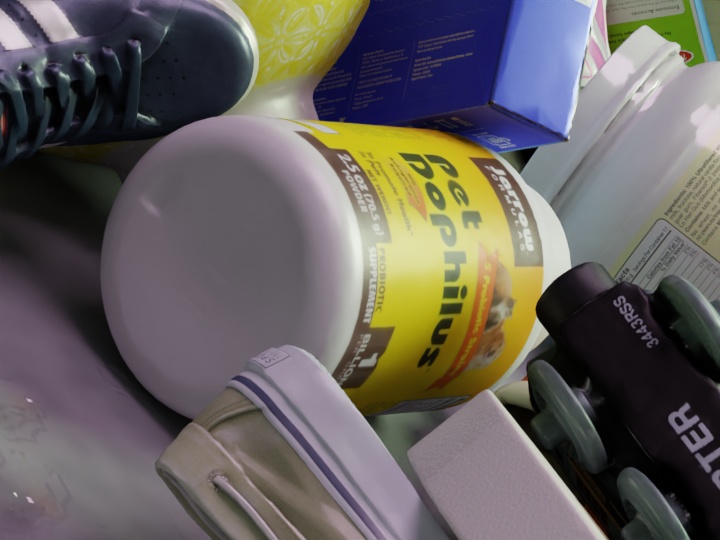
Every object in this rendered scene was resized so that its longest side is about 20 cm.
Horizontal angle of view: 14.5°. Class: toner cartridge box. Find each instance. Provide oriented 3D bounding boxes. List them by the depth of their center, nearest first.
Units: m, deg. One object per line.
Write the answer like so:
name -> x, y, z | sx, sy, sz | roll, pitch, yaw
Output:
toner cartridge box -> 0.017, -0.093, 1.163 | 0.043, 0.096, 0.199 | 23, -16, -32

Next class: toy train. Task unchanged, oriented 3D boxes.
toy train -> 0.130, 0.088, 1.013 | 0.200, 0.085, 0.114 | 53, -9, 24

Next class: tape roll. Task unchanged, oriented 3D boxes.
tape roll -> 0.088, 0.127, 0.915 | 0.203, 0.037, 0.203 | 52, 2, -2

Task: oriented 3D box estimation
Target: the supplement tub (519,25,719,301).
supplement tub -> 0.172, -0.003, 1.295 | 0.200, 0.145, 0.145 | 38, 20, 7

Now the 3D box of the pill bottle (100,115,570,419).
pill bottle -> 0.000, 0.000, 1.060 | 0.109, 0.110, 0.200 | 44, 22, 23

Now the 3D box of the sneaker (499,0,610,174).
sneaker -> 0.087, -0.109, 1.390 | 0.088, 0.081, 0.201 | -64, 137, -60

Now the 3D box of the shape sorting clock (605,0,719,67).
shape sorting clock -> 0.104, -0.151, 1.441 | 0.199, 0.200, 0.039 | 34, 34, -5

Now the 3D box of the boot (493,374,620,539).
boot -> 0.134, 0.105, 1.121 | 0.200, 0.075, 0.107 | 44, 33, 23

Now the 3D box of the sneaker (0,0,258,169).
sneaker -> -0.130, -0.057, 0.968 | 0.198, 0.075, 0.085 | -4, 35, -10

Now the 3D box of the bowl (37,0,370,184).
bowl -> -0.070, -0.090, 1.092 | 0.200, 0.199, 0.108 | -14, 82, -65

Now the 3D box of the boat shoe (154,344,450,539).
boat shoe -> 0.012, 0.118, 0.889 | 0.200, 0.062, 0.072 | 53, -11, 4
